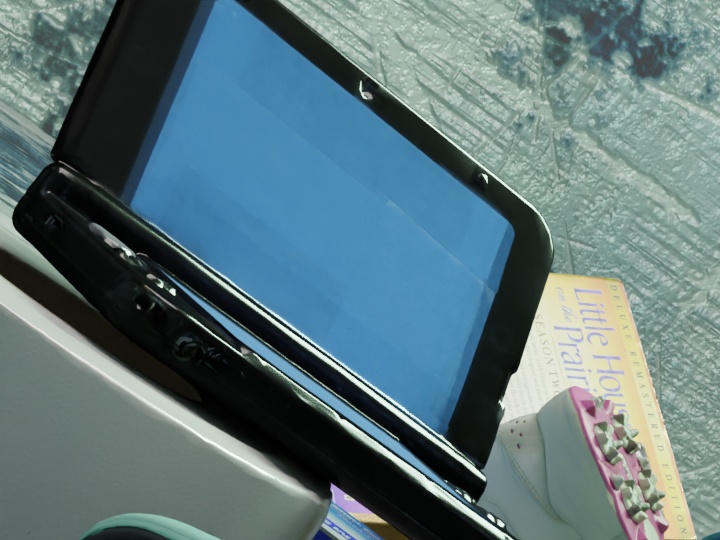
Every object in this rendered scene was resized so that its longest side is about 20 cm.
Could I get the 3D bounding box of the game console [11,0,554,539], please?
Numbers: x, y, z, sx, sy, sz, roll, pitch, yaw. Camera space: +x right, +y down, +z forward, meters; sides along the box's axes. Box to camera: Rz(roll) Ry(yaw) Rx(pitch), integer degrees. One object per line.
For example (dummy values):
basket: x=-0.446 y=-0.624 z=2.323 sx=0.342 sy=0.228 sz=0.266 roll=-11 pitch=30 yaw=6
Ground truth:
game console: x=0.000 y=0.000 z=0.978 sx=0.200 sy=0.117 sz=0.176 roll=36 pitch=0 yaw=-26

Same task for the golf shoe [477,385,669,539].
golf shoe: x=0.088 y=0.150 z=1.158 sx=0.075 sy=0.091 sz=0.201 roll=24 pitch=47 yaw=-70

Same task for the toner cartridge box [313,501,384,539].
toner cartridge box: x=-0.067 y=0.076 z=1.140 sx=0.200 sy=0.043 sz=0.095 roll=36 pitch=3 yaw=9

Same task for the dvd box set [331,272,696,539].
dvd box set: x=0.033 y=0.058 z=1.271 sx=0.199 sy=0.029 sz=0.147 roll=4 pitch=49 yaw=-22

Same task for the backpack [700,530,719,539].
backpack: x=0.168 y=0.170 z=0.994 sx=0.153 sy=0.177 sz=0.200 roll=1 pitch=4 yaw=-23

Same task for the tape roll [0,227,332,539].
tape roll: x=-0.107 y=0.040 z=0.926 sx=0.202 sy=0.071 sz=0.202 roll=35 pitch=1 yaw=-1

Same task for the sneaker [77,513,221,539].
sneaker: x=0.023 y=0.133 z=0.757 sx=0.200 sy=0.078 sz=0.140 roll=37 pitch=3 yaw=29
